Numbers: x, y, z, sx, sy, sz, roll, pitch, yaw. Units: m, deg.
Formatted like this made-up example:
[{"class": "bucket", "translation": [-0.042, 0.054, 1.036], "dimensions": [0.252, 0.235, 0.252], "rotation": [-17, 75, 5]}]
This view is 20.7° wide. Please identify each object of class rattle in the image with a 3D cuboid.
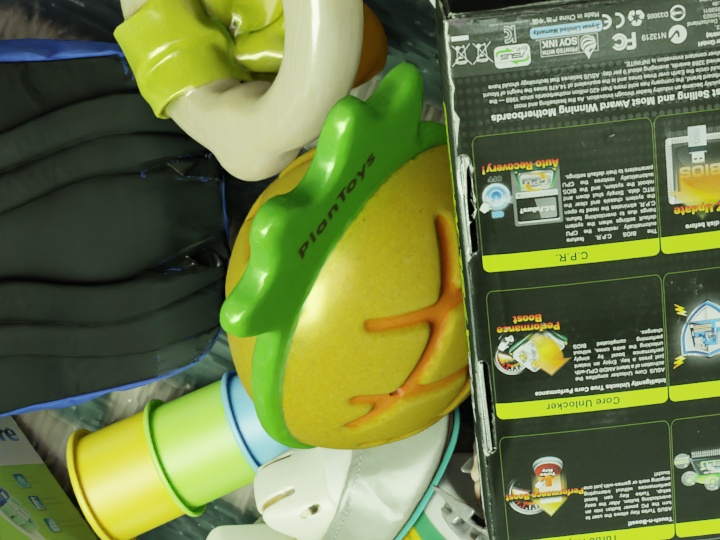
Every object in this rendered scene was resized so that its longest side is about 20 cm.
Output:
[{"class": "rattle", "translation": [-0.007, -0.139, 0.753], "dimensions": [0.131, 0.142, 0.201], "rotation": [56, 139, 40]}]

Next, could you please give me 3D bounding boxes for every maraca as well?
[{"class": "maraca", "translation": [0.000, 0.000, 0.746], "dimensions": [0.106, 0.200, 0.138], "rotation": [28, 77, 20]}]

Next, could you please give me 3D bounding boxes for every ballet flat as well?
[{"class": "ballet flat", "translation": [-0.028, 0.116, 0.860], "dimensions": [0.063, 0.068, 0.201], "rotation": [18, 129, -21]}]

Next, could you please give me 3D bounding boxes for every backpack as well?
[{"class": "backpack", "translation": [-0.164, -0.026, 0.845], "dimensions": [0.198, 0.168, 0.164], "rotation": [-10, 104, -19]}]

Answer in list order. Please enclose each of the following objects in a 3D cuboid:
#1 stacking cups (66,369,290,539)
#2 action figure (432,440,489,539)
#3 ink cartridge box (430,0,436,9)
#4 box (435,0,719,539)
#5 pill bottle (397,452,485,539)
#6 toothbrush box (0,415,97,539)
[{"class": "stacking cups", "translation": [-0.035, 0.058, 0.889], "dimensions": [0.199, 0.061, 0.061], "rotation": [-27, 94, 11]}, {"class": "action figure", "translation": [0.097, 0.051, 0.759], "dimensions": [0.069, 0.130, 0.201], "rotation": [32, 80, -38]}, {"class": "ink cartridge box", "translation": [0.102, -0.150, 0.726], "dimensions": [0.145, 0.200, 0.147], "rotation": [-12, 73, 14]}, {"class": "box", "translation": [0.130, -0.007, 0.646], "dimensions": [0.198, 0.048, 0.195], "rotation": [-7, 113, 1]}, {"class": "pill bottle", "translation": [0.037, 0.192, 0.865], "dimensions": [0.112, 0.113, 0.201], "rotation": [28, 104, 6]}, {"class": "toothbrush box", "translation": [-0.179, 0.181, 0.896], "dimensions": [0.146, 0.086, 0.200], "rotation": [-44, 69, 17]}]
